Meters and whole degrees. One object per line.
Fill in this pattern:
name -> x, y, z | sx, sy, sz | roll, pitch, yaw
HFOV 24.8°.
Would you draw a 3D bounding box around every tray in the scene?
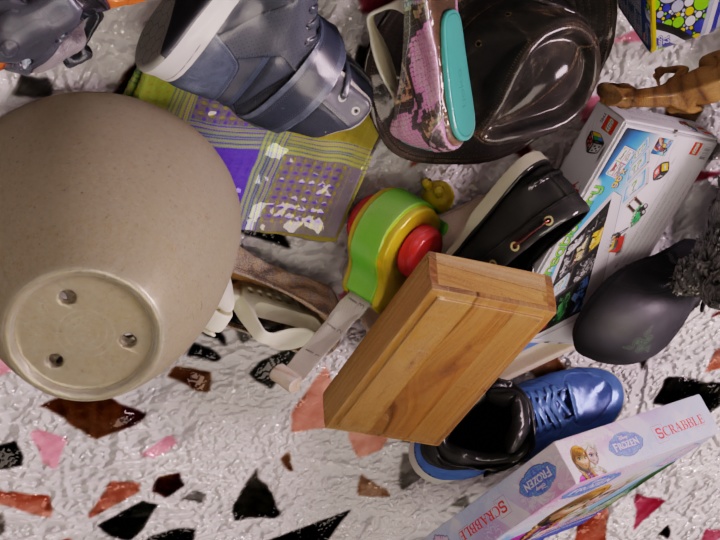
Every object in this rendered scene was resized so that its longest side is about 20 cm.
tray -> 0.054, 0.064, 1.218 | 0.099, 0.037, 0.200 | 11, 143, -20

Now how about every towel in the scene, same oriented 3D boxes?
towel -> -0.082, -0.083, 1.155 | 0.200, 0.023, 0.144 | 7, 128, -29

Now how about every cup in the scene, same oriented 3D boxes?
cup -> -0.177, 0.004, 1.072 | 0.200, 0.143, 0.200 | -3, 123, -4

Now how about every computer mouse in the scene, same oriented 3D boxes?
computer mouse -> 0.250, 0.021, 1.316 | 0.200, 0.053, 0.139 | -27, 146, -39

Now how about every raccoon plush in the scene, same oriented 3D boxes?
raccoon plush -> 0.279, -0.064, 1.243 | 0.134, 0.097, 0.200 | -33, 104, -25

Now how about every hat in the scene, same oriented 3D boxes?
hat -> 0.107, -0.134, 1.136 | 0.200, 0.081, 0.201 | -15, 133, -17

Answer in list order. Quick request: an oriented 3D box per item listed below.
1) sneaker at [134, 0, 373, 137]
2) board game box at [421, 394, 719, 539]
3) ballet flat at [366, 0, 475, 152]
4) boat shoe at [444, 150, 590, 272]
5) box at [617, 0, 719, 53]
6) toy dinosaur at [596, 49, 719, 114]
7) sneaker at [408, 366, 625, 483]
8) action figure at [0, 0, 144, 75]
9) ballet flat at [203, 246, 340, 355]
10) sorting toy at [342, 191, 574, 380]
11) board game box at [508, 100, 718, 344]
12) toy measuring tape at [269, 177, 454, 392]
sneaker -> -0.028, -0.174, 1.045 | 0.146, 0.077, 0.202 | 28, 120, -30
board game box -> 0.182, 0.189, 1.427 | 0.200, 0.041, 0.200 | -12, 156, -42
ballet flat -> 0.037, -0.176, 1.067 | 0.071, 0.069, 0.200 | 5, 106, 23
boat shoe -> 0.093, 0.004, 1.215 | 0.074, 0.063, 0.201 | -19, 152, -52
box -> 0.211, -0.250, 1.097 | 0.070, 0.064, 0.200 | -19, 136, -7
toy dinosaur -> 0.269, -0.140, 1.156 | 0.200, 0.060, 0.106 | -21, 170, 23
sneaker -> 0.144, 0.125, 1.377 | 0.200, 0.077, 0.111 | -14, 169, -13
action figure -> -0.190, -0.187, 0.949 | 0.193, 0.105, 0.200 | -32, 132, 17
ballet flat -> -0.092, 0.020, 1.213 | 0.200, 0.067, 0.068 | 16, 130, -33
sorting toy -> 0.097, 0.029, 1.328 | 0.185, 0.036, 0.200 | -25, 136, 0
board game box -> 0.184, -0.032, 1.270 | 0.126, 0.035, 0.200 | 6, 121, -45
toy measuring tape -> 0.000, 0.000, 1.205 | 0.200, 0.074, 0.074 | -47, 139, -18
